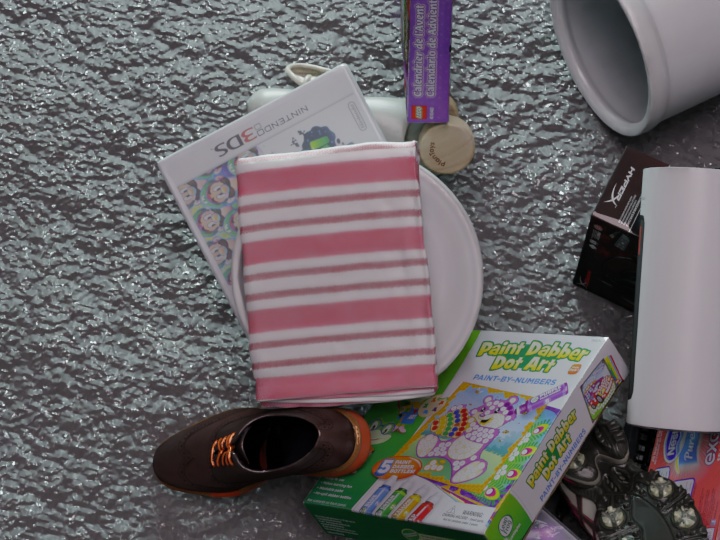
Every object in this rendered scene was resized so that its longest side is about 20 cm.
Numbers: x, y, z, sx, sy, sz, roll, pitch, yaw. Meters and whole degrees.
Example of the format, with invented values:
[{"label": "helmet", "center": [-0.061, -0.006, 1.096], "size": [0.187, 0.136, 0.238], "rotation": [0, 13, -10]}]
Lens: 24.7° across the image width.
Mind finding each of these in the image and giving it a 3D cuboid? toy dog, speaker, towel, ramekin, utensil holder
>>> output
[{"label": "toy dog", "center": [0.004, -0.108, 1.448], "size": [0.200, 0.097, 0.132], "rotation": [13, 24, 13]}, {"label": "speaker", "center": [0.249, 0.021, 1.254], "size": [0.081, 0.081, 0.200], "rotation": [4, 90, 2]}, {"label": "towel", "center": [-0.018, 0.004, 1.273], "size": [0.146, 0.030, 0.200], "rotation": [-4, 94, 7]}, {"label": "ramekin", "center": [0.000, 0.000, 1.331], "size": [0.202, 0.094, 0.203], "rotation": [0, 96, 4]}, {"label": "utensil holder", "center": [0.295, -0.235, 1.462], "size": [0.200, 0.170, 0.170], "rotation": [-25, 68, -12]}]

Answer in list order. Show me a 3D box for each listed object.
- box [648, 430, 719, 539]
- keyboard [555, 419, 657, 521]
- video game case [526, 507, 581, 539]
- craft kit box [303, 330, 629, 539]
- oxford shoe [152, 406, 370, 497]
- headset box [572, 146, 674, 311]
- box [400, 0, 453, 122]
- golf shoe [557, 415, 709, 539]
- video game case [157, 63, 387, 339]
[{"label": "box", "center": [0.295, 0.162, 1.307], "size": [0.095, 0.103, 0.200], "rotation": [28, 64, -24]}, {"label": "keyboard", "center": [0.222, 0.178, 1.359], "size": [0.127, 0.021, 0.200], "rotation": [14, 66, 6]}, {"label": "video game case", "center": [0.123, 0.258, 1.247], "size": [0.200, 0.019, 0.143], "rotation": [40, 72, 18]}, {"label": "craft kit box", "center": [0.081, 0.131, 1.287], "size": [0.200, 0.049, 0.198], "rotation": [0, 42, 46]}, {"label": "oxford shoe", "center": [-0.094, 0.138, 1.311], "size": [0.200, 0.073, 0.071], "rotation": [-14, 74, 29]}, {"label": "headset box", "center": [0.288, -0.004, 1.369], "size": [0.200, 0.149, 0.075], "rotation": [26, 70, 10]}, {"label": "box", "center": [0.056, -0.233, 1.430], "size": [0.039, 0.137, 0.200], "rotation": [0, 31, 0]}, {"label": "golf shoe", "center": [0.207, 0.189, 1.264], "size": [0.077, 0.088, 0.200], "rotation": [-25, 46, -7]}, {"label": "video game case", "center": [-0.047, -0.044, 1.389], "size": [0.182, 0.024, 0.200], "rotation": [-27, 93, 5]}]
